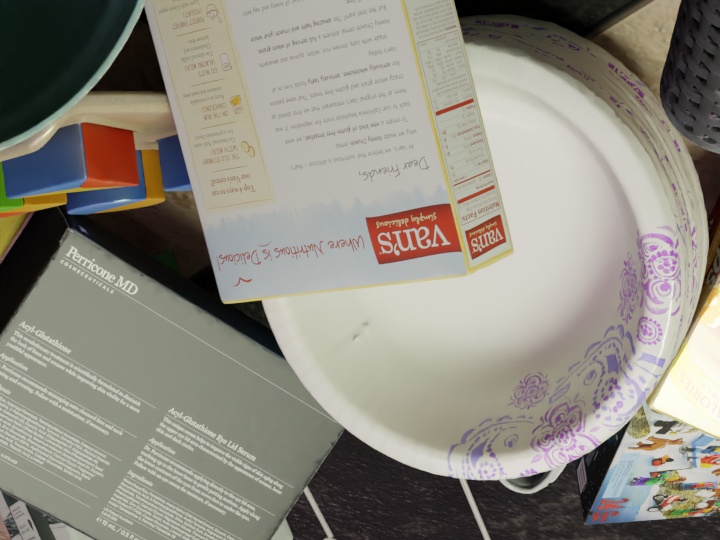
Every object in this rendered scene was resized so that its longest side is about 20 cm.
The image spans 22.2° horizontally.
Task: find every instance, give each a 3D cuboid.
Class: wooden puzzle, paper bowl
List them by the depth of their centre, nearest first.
[{"bbox_3d":[0.058,-0.015,0.837,0.199,0.104,0.203,7,110,21],"label":"paper bowl"},{"bbox_3d":[-0.124,-0.054,0.885,0.184,0.047,0.199,-10,-178,45],"label":"wooden puzzle"}]

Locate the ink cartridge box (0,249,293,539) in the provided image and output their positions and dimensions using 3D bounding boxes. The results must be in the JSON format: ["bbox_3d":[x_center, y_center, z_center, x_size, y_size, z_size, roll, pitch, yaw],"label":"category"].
[{"bbox_3d":[-0.149,0.109,1.121,0.083,0.146,0.201,-22,92,53],"label":"ink cartridge box"}]

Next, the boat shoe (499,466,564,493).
[{"bbox_3d":[0.100,0.066,1.010,0.071,0.069,0.200,19,154,2],"label":"boat shoe"}]

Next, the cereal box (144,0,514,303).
[{"bbox_3d":[-0.023,-0.091,0.756,0.143,0.039,0.202,-6,103,41],"label":"cereal box"}]

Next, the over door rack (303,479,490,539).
[{"bbox_3d":[0.022,0.140,1.231,0.147,0.067,0.201,5,129,27],"label":"over door rack"}]

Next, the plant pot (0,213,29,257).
[{"bbox_3d":[-0.294,-0.033,1.000,0.195,0.201,0.194,30,151,-21],"label":"plant pot"}]

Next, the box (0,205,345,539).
[{"bbox_3d":[-0.122,0.073,1.010,0.199,0.142,0.079,33,-174,-25],"label":"box"}]

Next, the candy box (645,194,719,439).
[{"bbox_3d":[0.242,0.044,0.861,0.199,0.116,0.055,23,-162,-10],"label":"candy box"}]

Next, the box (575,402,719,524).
[{"bbox_3d":[0.199,0.080,0.989,0.135,0.038,0.200,-3,152,-5],"label":"box"}]

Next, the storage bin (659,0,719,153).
[{"bbox_3d":[0.211,-0.098,0.603,0.198,0.136,0.094,17,154,7],"label":"storage bin"}]

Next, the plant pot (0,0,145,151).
[{"bbox_3d":[-0.198,-0.154,0.751,0.200,0.201,0.134,39,174,-32],"label":"plant pot"}]
